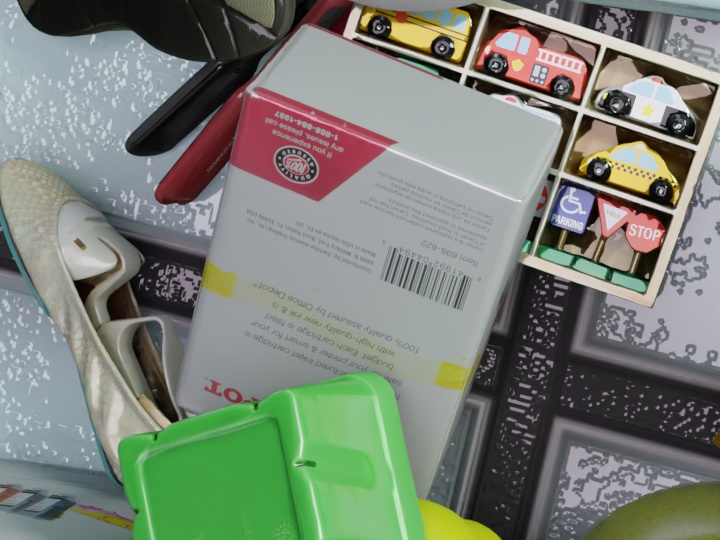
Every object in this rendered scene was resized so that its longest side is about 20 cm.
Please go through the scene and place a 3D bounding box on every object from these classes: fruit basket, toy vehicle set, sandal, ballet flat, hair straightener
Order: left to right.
[{"bbox_3d":[-0.132,0.022,1.115,0.062,0.067,0.201,-27,84,27],"label":"ballet flat"},{"bbox_3d":[-0.107,-0.158,1.085,0.200,0.057,0.080,13,113,41],"label":"sandal"},{"bbox_3d":[-0.062,-0.128,1.090,0.200,0.041,0.077,-49,63,27],"label":"hair straightener"},{"bbox_3d":[-0.014,0.157,0.999,0.154,0.216,0.217,-17,91,15],"label":"fruit basket"},{"bbox_3d":[0.078,-0.071,1.075,0.199,0.027,0.125,19,95,7],"label":"toy vehicle set"}]

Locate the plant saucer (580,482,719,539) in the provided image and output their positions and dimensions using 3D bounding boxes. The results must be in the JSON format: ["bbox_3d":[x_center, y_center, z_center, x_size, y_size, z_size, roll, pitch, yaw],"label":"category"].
[{"bbox_3d":[0.188,0.214,1.089,0.198,0.031,0.202,1,95,11],"label":"plant saucer"}]

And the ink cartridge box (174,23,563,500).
[{"bbox_3d":[0.000,0.000,1.043,0.144,0.084,0.201,22,125,7],"label":"ink cartridge box"}]

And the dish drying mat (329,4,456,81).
[{"bbox_3d":[0.014,-0.100,1.106,0.076,0.018,0.201,-21,89,11],"label":"dish drying mat"}]

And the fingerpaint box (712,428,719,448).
[{"bbox_3d":[0.271,0.120,0.991,0.200,0.167,0.074,38,92,6],"label":"fingerpaint box"}]

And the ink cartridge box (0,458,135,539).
[{"bbox_3d":[-0.179,0.191,1.078,0.143,0.200,0.147,7,96,11],"label":"ink cartridge box"}]

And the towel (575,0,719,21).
[{"bbox_3d":[0.146,-0.220,1.055,0.198,0.048,0.173,9,93,11],"label":"towel"}]

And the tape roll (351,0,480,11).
[{"bbox_3d":[0.029,-0.229,1.019,0.201,0.037,0.205,-1,80,9],"label":"tape roll"}]
